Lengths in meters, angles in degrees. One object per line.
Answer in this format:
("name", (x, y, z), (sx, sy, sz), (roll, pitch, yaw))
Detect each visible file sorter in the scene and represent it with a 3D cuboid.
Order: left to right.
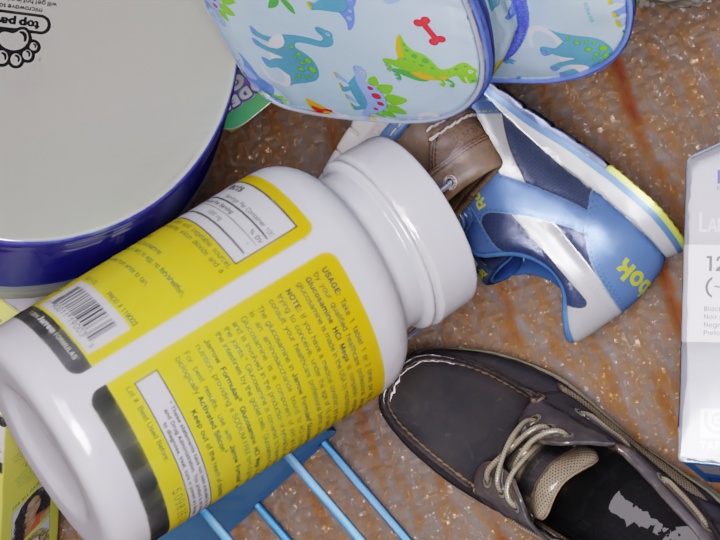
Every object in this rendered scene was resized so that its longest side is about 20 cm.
("file sorter", (-0.065, 0.176, 1.249), (0.200, 0.139, 0.123), (-43, 80, 4))

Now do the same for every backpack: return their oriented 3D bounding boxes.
("backpack", (0.026, -0.153, 1.112), (0.199, 0.184, 0.147), (3, 47, 28))

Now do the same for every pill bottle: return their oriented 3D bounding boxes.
("pill bottle", (-0.053, 0.027, 1.139), (0.199, 0.113, 0.113), (-31, 76, -17))

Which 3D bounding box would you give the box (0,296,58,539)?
("box", (-0.182, 0.084, 1.258), (0.075, 0.200, 0.050), (36, 59, 14))

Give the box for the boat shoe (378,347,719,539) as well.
("boat shoe", (0.097, 0.093, 1.254), (0.199, 0.073, 0.075), (27, 89, 15))

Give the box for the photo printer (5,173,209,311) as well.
("photo printer", (-0.198, -0.038, 1.340), (0.199, 0.069, 0.167), (31, 90, 15))

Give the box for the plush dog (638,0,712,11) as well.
("plush dog", (0.112, -0.181, 1.249), (0.171, 0.200, 0.161), (31, 118, 21))

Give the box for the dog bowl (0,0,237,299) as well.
("dog bowl", (-0.155, -0.094, 1.182), (0.198, 0.079, 0.202), (3, 72, -10))

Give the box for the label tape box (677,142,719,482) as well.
("label tape box", (0.183, -0.006, 1.211), (0.066, 0.143, 0.202), (-1, 82, 12))

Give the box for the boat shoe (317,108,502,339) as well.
("boat shoe", (0.000, 0.000, 1.253), (0.072, 0.072, 0.201), (44, 128, 18))

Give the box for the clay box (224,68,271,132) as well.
("clay box", (-0.061, -0.159, 1.308), (0.115, 0.048, 0.201), (-37, 58, 6))

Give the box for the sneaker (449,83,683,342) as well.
("sneaker", (0.060, -0.045, 1.282), (0.200, 0.074, 0.082), (37, 94, 16))
